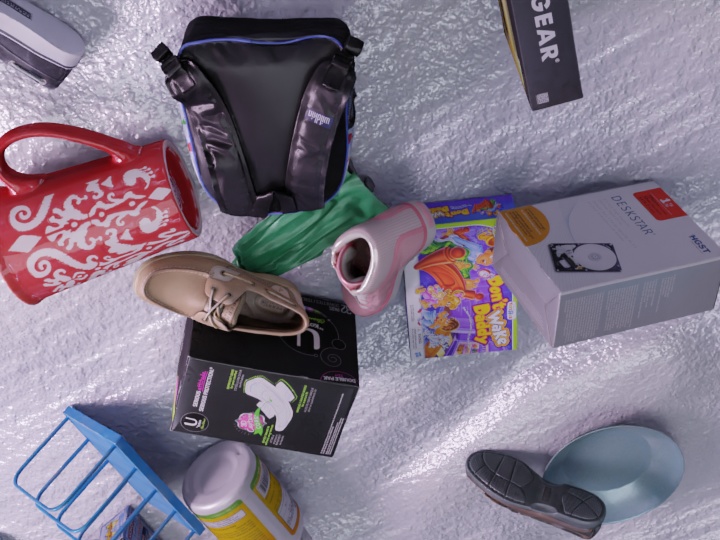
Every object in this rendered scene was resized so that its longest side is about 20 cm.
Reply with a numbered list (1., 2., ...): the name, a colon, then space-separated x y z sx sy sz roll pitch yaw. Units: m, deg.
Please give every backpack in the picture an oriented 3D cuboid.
1. backpack: -0.091 -0.155 1.077 0.197 0.155 0.193 2 118 4

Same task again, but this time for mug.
1. mug: -0.284 -0.066 1.140 0.198 0.135 0.178 -17 148 5

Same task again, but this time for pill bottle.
1. pill bottle: -0.146 0.333 1.476 0.110 0.112 0.201 -23 126 14

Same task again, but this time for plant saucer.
1. plant saucer: 0.347 0.274 1.509 0.198 0.039 0.203 -1 128 -2

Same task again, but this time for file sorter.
1. file sorter: -0.325 0.298 1.392 0.138 0.123 0.201 14 145 46

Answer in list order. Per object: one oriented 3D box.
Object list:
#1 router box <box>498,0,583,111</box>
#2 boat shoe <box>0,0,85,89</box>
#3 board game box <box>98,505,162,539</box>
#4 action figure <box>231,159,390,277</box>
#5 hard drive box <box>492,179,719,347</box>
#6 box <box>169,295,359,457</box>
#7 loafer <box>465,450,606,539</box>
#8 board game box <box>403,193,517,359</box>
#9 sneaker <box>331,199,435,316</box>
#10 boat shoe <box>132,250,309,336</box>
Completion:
1. router box: 0.152 -0.274 0.997 0.052 0.158 0.201 -14 127 7
2. boat shoe: -0.367 -0.243 1.046 0.199 0.072 0.068 29 120 -32
3. board game box: -0.354 0.434 1.573 0.197 0.062 0.201 -11 127 5
4. action figure: -0.075 -0.048 1.221 0.199 0.055 0.118 -35 124 17
5. hard drive box: 0.265 -0.011 1.179 0.198 0.156 0.078 -12 129 -16
6. box: -0.113 0.113 1.284 0.197 0.149 0.125 12 127 -13
7. loafer: 0.232 0.312 1.474 0.198 0.072 0.063 21 136 19
8. board game box: 0.117 0.011 1.286 0.133 0.045 0.202 -6 128 1
9. sneaker: 0.000 0.000 1.206 0.104 0.076 0.201 -27 164 -34
10. boat shoe: -0.148 0.029 1.187 0.198 0.065 0.072 9 113 -25
